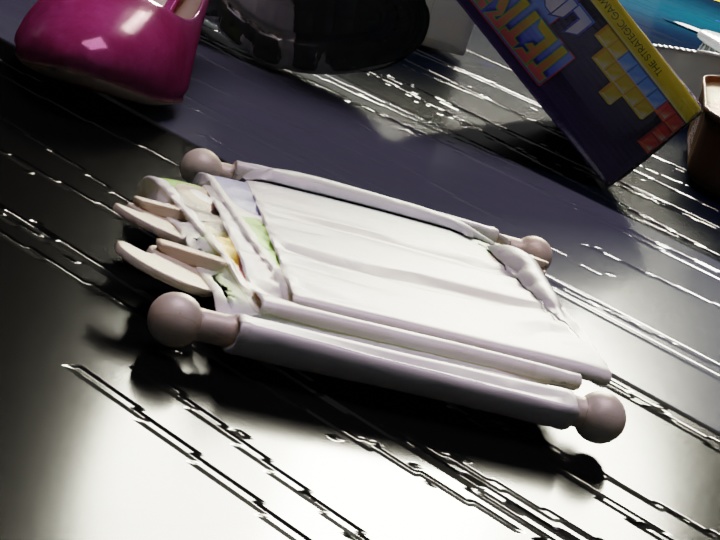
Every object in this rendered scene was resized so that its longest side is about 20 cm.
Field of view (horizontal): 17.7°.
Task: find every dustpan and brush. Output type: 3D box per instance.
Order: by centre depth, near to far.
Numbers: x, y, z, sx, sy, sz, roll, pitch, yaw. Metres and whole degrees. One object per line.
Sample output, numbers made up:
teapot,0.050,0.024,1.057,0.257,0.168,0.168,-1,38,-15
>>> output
dustpan and brush,0.225,-0.099,1.238,0.139,0.057,0.200,9,16,-33

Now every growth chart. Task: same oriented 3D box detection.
growth chart,0.000,0.000,0.650,0.144,0.018,0.200,15,14,-8

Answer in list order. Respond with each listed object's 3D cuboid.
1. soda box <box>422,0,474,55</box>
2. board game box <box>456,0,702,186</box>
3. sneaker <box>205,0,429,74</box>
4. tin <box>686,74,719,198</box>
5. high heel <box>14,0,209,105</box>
soda box,0.011,-0.178,1.267,0.063,0.068,0.200,13,15,-19
board game box,0.059,-0.143,1.010,0.200,0.057,0.165,50,10,-11
sneaker,-0.053,-0.142,1.027,0.200,0.075,0.085,23,14,20
tin,0.208,-0.052,1.082,0.112,0.042,0.200,23,14,4
high heel,-0.076,-0.119,0.857,0.067,0.096,0.200,19,13,6
